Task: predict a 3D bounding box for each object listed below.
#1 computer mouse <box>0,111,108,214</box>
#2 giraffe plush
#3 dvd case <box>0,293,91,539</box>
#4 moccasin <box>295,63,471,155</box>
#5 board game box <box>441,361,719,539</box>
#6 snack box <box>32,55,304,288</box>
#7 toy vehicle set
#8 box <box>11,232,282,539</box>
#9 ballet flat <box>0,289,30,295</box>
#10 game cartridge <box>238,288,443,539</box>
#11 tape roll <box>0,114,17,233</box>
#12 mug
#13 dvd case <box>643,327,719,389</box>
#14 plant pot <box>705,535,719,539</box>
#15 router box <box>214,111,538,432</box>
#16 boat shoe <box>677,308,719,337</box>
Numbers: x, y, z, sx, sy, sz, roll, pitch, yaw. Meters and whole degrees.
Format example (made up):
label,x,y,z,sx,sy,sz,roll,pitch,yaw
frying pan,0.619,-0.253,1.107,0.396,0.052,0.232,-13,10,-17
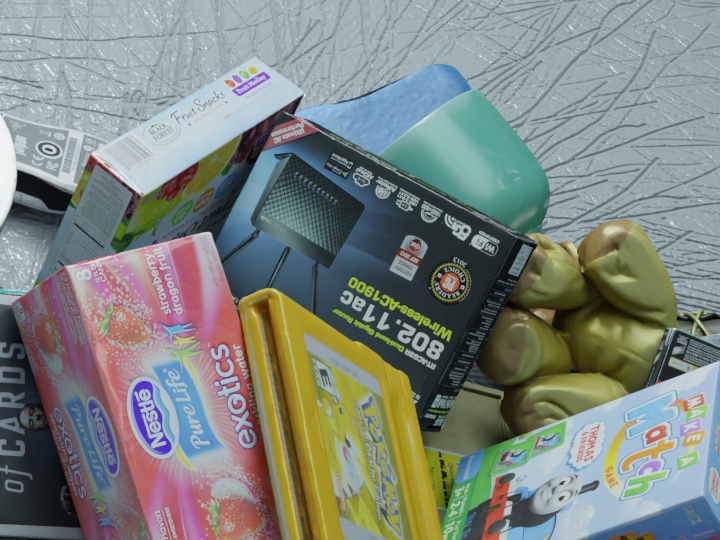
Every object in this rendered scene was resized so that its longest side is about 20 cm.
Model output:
label,x,y,z,sx,sy,sz,roll,pitch,yaw
computer mouse,-0.259,-0.077,1.648,0.200,0.044,0.110,17,35,-9
giraffe plush,0.167,0.045,1.704,0.200,0.173,0.162,8,3,-13
dvd case,-0.183,0.091,1.405,0.200,0.025,0.150,6,72,-28
moccasin,-0.001,-0.092,1.803,0.200,0.068,0.081,-19,71,-18
board game box,0.145,0.144,1.502,0.037,0.200,0.151,58,26,-21
snack box,-0.134,-0.052,1.619,0.053,0.142,0.200,39,40,12
toy vehicle set,0.053,0.151,1.614,0.124,0.027,0.200,16,41,-19
box,-0.119,0.090,1.369,0.103,0.095,0.200,-14,82,-31
ballet flat,-0.165,0.057,1.473,0.200,0.073,0.073,9,43,-30
game cartridge,-0.002,0.119,1.407,0.200,0.032,0.176,33,41,-58
tape roll,-0.331,-0.068,1.551,0.203,0.037,0.203,10,58,-16
mug,0.075,-0.049,1.745,0.114,0.152,0.185,51,38,7
dvd case,0.245,0.157,1.629,0.146,0.200,0.022,21,-5,-13
plant pot,0.204,0.240,1.503,0.200,0.200,0.179,14,25,-21
router box,0.000,0.000,1.609,0.200,0.150,0.062,29,6,18
boat shoe,0.272,0.061,1.830,0.202,0.060,0.072,17,40,-17
